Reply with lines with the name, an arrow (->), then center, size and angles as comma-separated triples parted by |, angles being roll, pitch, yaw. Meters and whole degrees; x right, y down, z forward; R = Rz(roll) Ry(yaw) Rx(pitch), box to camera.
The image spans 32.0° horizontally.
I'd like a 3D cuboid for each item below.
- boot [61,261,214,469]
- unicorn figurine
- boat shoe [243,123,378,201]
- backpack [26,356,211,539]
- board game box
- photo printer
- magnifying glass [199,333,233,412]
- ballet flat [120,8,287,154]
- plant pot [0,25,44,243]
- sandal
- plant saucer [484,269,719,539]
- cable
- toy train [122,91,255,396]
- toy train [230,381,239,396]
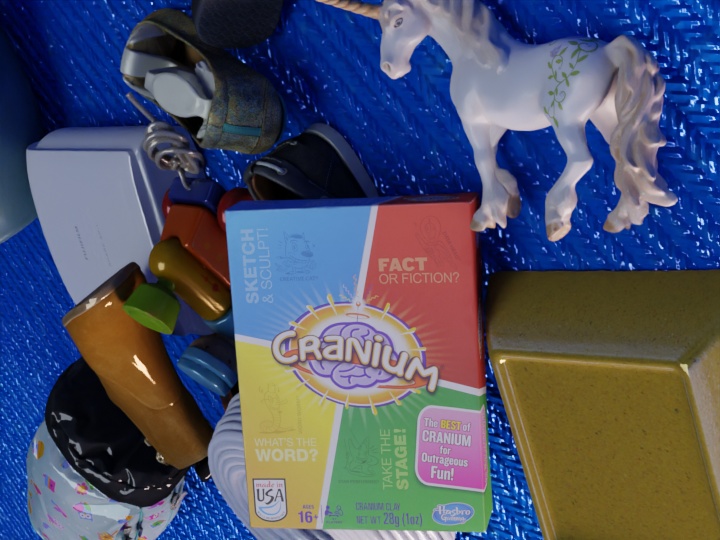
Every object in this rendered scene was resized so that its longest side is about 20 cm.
boot -> -0.154, 0.078, 0.938 | 0.144, 0.071, 0.201 | 52, 162, 2
unicorn figurine -> 0.079, -0.089, 0.667 | 0.198, 0.074, 0.139 | 2, 106, 34
boat shoe -> 0.000, 0.000, 0.815 | 0.201, 0.067, 0.072 | 53, 142, 9
backpack -> -0.237, 0.191, 1.175 | 0.167, 0.126, 0.201 | 44, 144, 17
board game box -> 0.001, 0.057, 0.768 | 0.151, 0.040, 0.202 | -2, 101, 12
photo printer -> -0.194, -0.036, 1.021 | 0.199, 0.069, 0.168 | 8, 119, 48
magnifying glass -> -0.095, 0.145, 1.061 | 0.079, 0.022, 0.202 | 5, 116, 49
ballet flat -> -0.125, -0.133, 0.852 | 0.200, 0.070, 0.071 | 37, 139, 45
plant pot -> -0.362, -0.115, 1.084 | 0.199, 0.200, 0.189 | 2, 128, 49
sandal -> -0.062, -0.211, 0.752 | 0.200, 0.075, 0.043 | -51, 46, 51
plant saucer -> 0.154, 0.101, 0.708 | 0.199, 0.048, 0.202 | 0, 112, 51
cable -> -0.025, 0.164, 0.907 | 0.199, 0.069, 0.201 | 25, 150, 32
toy train -> -0.124, -0.011, 0.853 | 0.084, 0.116, 0.200 | 8, 150, 47
toy train -> -0.033, 0.110, 0.952 | 0.199, 0.034, 0.046 | 12, 125, 47
